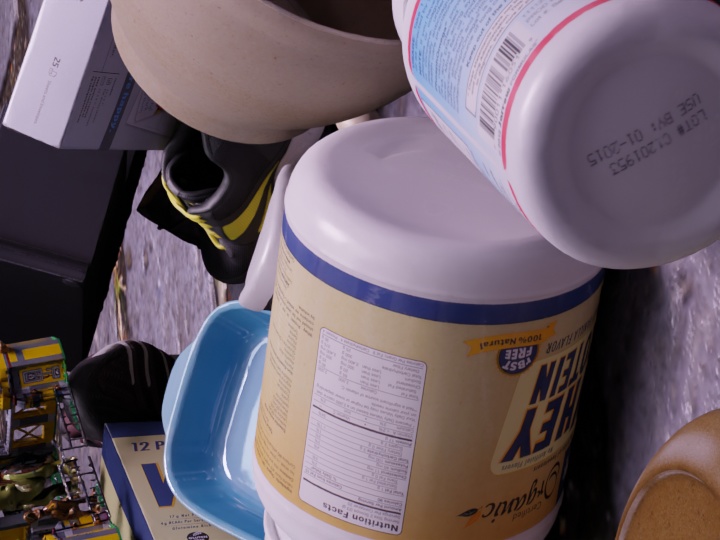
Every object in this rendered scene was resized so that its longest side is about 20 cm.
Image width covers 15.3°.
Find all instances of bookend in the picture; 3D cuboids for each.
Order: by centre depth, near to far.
[{"bbox_3d":[-0.185,-0.064,1.622,0.200,0.092,0.200,109,176,-72],"label":"bookend"}]

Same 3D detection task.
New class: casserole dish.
[{"bbox_3d":[-0.028,0.090,1.419,0.200,0.039,0.122,21,95,43],"label":"casserole dish"}]

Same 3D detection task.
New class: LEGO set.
[{"bbox_3d":[-0.211,0.143,1.508,0.154,0.115,0.201,110,146,-57],"label":"LEGO set"}]

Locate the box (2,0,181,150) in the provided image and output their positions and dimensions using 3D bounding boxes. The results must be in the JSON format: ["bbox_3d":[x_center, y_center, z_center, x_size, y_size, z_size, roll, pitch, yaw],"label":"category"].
[{"bbox_3d":[-0.114,-0.144,1.481,0.157,0.041,0.200,-70,-17,9],"label":"box"}]

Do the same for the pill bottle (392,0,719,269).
[{"bbox_3d":[0.081,-0.084,1.070,0.200,0.108,0.109,-127,39,-61],"label":"pill bottle"}]

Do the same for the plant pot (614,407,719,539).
[{"bbox_3d":[0.138,0.154,1.044,0.200,0.027,0.201,179,90,-72],"label":"plant pot"}]

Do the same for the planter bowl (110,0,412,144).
[{"bbox_3d":[-0.041,-0.146,1.260,0.135,0.199,0.201,-52,41,46],"label":"planter bowl"}]

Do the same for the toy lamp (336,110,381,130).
[{"bbox_3d":[-0.036,-0.106,1.365,0.200,0.058,0.058,43,140,24],"label":"toy lamp"}]

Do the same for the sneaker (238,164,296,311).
[{"bbox_3d":[0.000,0.000,1.297,0.200,0.099,0.071,13,-83,-85],"label":"sneaker"}]

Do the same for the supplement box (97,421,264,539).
[{"bbox_3d":[-0.069,0.216,1.518,0.200,0.134,0.201,-125,37,-59],"label":"supplement box"}]

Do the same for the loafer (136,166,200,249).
[{"bbox_3d":[-0.093,-0.095,1.643,0.073,0.072,0.201,-73,-3,-56],"label":"loafer"}]

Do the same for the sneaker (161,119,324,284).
[{"bbox_3d":[-0.081,-0.054,1.533,0.075,0.084,0.200,51,151,23],"label":"sneaker"}]

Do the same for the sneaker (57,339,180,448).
[{"bbox_3d":[-0.153,0.089,1.649,0.115,0.200,0.076,-12,83,26],"label":"sneaker"}]

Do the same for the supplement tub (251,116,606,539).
[{"bbox_3d":[0.028,0.048,1.188,0.145,0.144,0.201,-120,33,-56],"label":"supplement tub"}]
